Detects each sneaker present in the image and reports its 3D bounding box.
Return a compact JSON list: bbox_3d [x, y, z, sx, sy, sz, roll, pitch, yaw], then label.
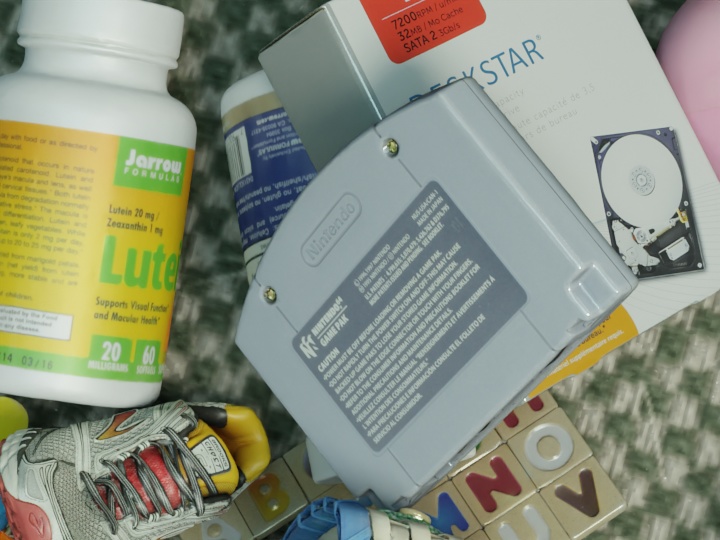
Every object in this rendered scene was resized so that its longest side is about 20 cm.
[{"bbox_3d":[-0.108,0.096,1.155,0.082,0.200,0.078,-20,92,23],"label":"sneaker"}]

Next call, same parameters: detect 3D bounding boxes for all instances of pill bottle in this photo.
[{"bbox_3d":[0.000,0.000,1.184,0.111,0.111,0.201,-11,82,6],"label":"pill bottle"},{"bbox_3d":[-0.143,-0.037,1.210,0.111,0.111,0.201,8,91,7],"label":"pill bottle"}]

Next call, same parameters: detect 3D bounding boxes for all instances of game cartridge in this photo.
[{"bbox_3d":[0.024,0.010,1.053,0.133,0.041,0.200,55,136,13],"label":"game cartridge"}]

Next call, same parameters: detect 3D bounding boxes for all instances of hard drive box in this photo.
[{"bbox_3d":[0.070,-0.052,1.124,0.156,0.077,0.200,-29,91,-29],"label":"hard drive box"}]

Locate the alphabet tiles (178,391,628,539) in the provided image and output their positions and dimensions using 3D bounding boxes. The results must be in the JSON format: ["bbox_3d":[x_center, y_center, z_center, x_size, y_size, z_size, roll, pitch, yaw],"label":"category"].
[{"bbox_3d":[0.025,0.135,1.193,0.200,0.008,0.167,-33,55,-1],"label":"alphabet tiles"}]

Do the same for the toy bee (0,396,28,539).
[{"bbox_3d":[-0.176,0.136,1.224,0.200,0.109,0.131,53,139,19],"label":"toy bee"}]

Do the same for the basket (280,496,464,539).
[{"bbox_3d":[-0.029,0.173,1.068,0.199,0.176,0.140,4,74,-17],"label":"basket"}]

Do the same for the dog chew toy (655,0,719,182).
[{"bbox_3d":[0.216,-0.044,1.168,0.124,0.125,0.201,-15,95,6],"label":"dog chew toy"}]
